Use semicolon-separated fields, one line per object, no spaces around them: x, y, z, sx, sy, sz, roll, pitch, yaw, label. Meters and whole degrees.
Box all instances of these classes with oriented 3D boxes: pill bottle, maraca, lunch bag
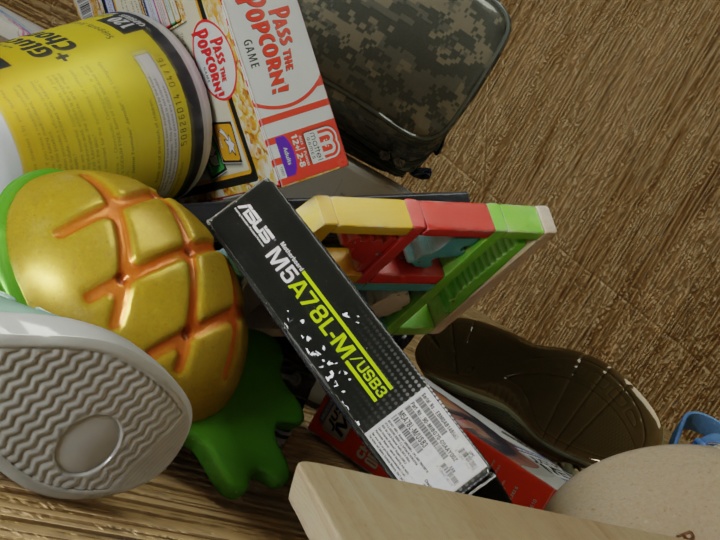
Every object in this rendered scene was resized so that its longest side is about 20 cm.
-0.183;-0.064;0.977;0.112;0.112;0.200;32;38;31;pill bottle
-0.103;0.030;0.915;0.200;0.107;0.137;43;36;-21;maraca
-0.006;-0.160;1.352;0.200;0.139;0.168;32;-14;-4;lunch bag

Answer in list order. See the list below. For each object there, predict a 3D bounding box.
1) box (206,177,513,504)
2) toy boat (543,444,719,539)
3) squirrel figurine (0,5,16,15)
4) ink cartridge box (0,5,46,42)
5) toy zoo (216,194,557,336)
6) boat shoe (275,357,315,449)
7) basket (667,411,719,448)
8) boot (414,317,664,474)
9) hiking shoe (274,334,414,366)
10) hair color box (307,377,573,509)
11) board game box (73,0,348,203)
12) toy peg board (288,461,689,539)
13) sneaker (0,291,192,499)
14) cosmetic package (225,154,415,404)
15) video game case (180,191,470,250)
0.013;0.068;0.966;0.200;0.048;0.193;52;0;26;box
0.170;0.185;0.937;0.200;0.130;0.131;-117;-165;-47;toy boat
-0.312;-0.134;1.263;0.200;0.142;0.187;33;-2;2;squirrel figurine
-0.253;-0.092;1.054;0.084;0.145;0.200;34;5;38;ink cartridge box
0.000;0.000;1.083;0.200;0.131;0.020;1;60;-37;toy zoo
-0.114;0.035;1.016;0.199;0.068;0.074;29;4;-18;boat shoe
0.272;0.184;1.271;0.176;0.139;0.200;31;35;12;basket
0.139;0.123;1.311;0.200;0.072;0.155;24;-28;37;boot
-0.058;0.022;1.183;0.200;0.076;0.101;-3;16;-32;hiking shoe
0.076;0.133;1.203;0.200;0.064;0.111;31;5;33;hair color box
-0.093;-0.114;1.064;0.046;0.152;0.200;-20;7;-28;board game box
0.073;0.167;0.738;0.199;0.098;0.200;13;8;-13;toy peg board
-0.163;0.023;0.750;0.200;0.074;0.118;23;14;-40;sneaker
-0.069;-0.022;1.342;0.200;0.165;0.165;27;4;-37;cosmetic package
-0.063;-0.021;1.135;0.200;0.026;0.181;-3;-5;-31;video game case
